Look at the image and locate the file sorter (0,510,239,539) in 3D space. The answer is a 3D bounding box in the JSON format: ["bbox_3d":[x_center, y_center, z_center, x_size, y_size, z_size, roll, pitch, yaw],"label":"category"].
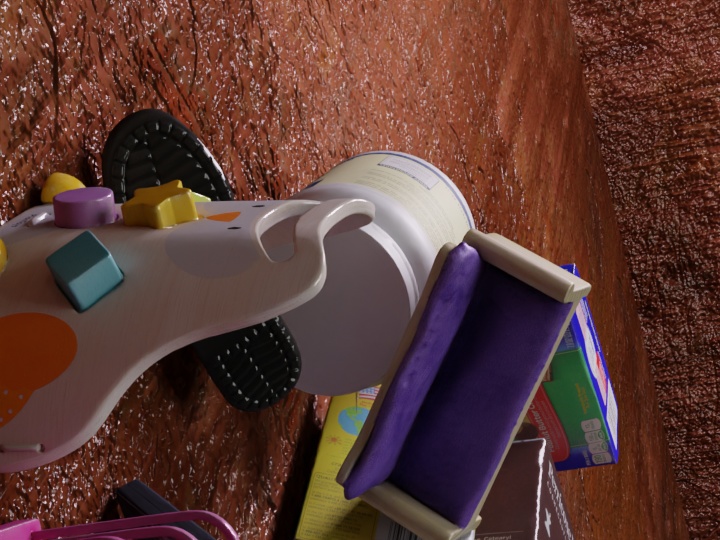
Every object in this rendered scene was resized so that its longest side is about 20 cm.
[{"bbox_3d":[-0.128,0.180,0.599,0.200,0.124,0.141,-1,81,-73],"label":"file sorter"}]

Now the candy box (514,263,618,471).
[{"bbox_3d":[0.106,0.096,1.272,0.077,0.197,0.170,-75,149,-50],"label":"candy box"}]

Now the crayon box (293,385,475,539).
[{"bbox_3d":[0.027,0.157,1.097,0.201,0.125,0.051,-74,174,-53],"label":"crayon box"}]

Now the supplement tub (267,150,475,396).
[{"bbox_3d":[0.000,0.000,1.074,0.200,0.143,0.147,-44,122,-69],"label":"supplement tub"}]

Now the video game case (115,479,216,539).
[{"bbox_3d":[-0.068,0.221,0.795,0.142,0.019,0.202,19,-49,58],"label":"video game case"}]

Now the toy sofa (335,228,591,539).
[{"bbox_3d":[0.068,0.079,0.986,0.097,0.082,0.202,-6,123,-66],"label":"toy sofa"}]

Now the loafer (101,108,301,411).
[{"bbox_3d":[-0.104,-0.006,0.895,0.071,0.072,0.202,35,-30,61],"label":"loafer"}]

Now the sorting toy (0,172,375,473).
[{"bbox_3d":[-0.086,0.001,0.736,0.200,0.177,0.108,-54,132,-67],"label":"sorting toy"}]

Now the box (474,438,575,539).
[{"bbox_3d":[0.079,0.265,1.153,0.201,0.162,0.167,-75,150,-53],"label":"box"}]
